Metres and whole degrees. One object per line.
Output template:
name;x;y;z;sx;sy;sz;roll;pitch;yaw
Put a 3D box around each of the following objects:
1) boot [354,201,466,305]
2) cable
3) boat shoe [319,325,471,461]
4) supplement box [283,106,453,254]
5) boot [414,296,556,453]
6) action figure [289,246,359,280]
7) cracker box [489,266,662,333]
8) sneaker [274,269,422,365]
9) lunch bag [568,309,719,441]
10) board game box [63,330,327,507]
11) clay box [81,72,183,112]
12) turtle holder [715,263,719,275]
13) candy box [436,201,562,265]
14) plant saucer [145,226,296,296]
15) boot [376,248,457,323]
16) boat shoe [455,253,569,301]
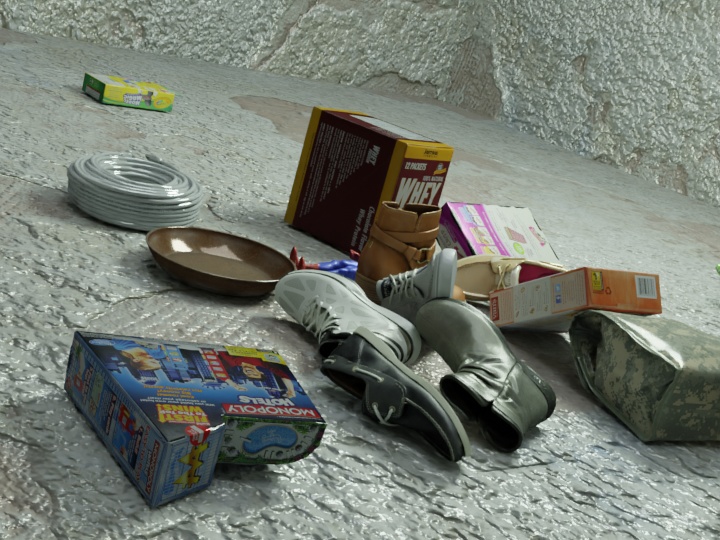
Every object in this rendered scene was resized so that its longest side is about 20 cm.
boot;0.085;-0.014;1.422;0.200;0.155;0.074;1;21;-41
cable;-0.333;-0.116;1.548;0.200;0.069;0.200;26;20;32
boat shoe;0.036;0.136;1.072;0.068;0.072;0.200;-34;47;-20
supplement box;0.012;-0.137;1.695;0.200;0.198;0.133;26;18;34
boot;0.119;0.106;1.144;0.200;0.068;0.131;41;24;19
action figure;0.000;0.000;1.502;0.199;0.052;0.065;10;13;-25
cracker box;0.288;0.043;1.429;0.134;0.058;0.200;5;-14;-31
sneaker;-0.035;0.057;1.218;0.200;0.076;0.115;25;17;24
lunch bag;0.370;0.120;1.303;0.164;0.118;0.200;5;23;-28
board game box;-0.141;0.128;0.908;0.199;0.062;0.200;8;18;-24
clay box;-0.513;-0.401;2.384;0.200;0.048;0.115;3;20;-40
turtle holder;0.752;0.039;1.937;0.141;0.186;0.132;-18;18;0
candy box;0.220;-0.038;1.701;0.200;0.061;0.137;1;52;-40
plant saucer;-0.184;-0.008;1.376;0.200;0.037;0.200;13;16;-4
boot;0.065;0.029;1.293;0.095;0.074;0.200;10;-27;4
boat shoe;0.224;0.011;1.558;0.199;0.074;0.069;-1;-1;-6
